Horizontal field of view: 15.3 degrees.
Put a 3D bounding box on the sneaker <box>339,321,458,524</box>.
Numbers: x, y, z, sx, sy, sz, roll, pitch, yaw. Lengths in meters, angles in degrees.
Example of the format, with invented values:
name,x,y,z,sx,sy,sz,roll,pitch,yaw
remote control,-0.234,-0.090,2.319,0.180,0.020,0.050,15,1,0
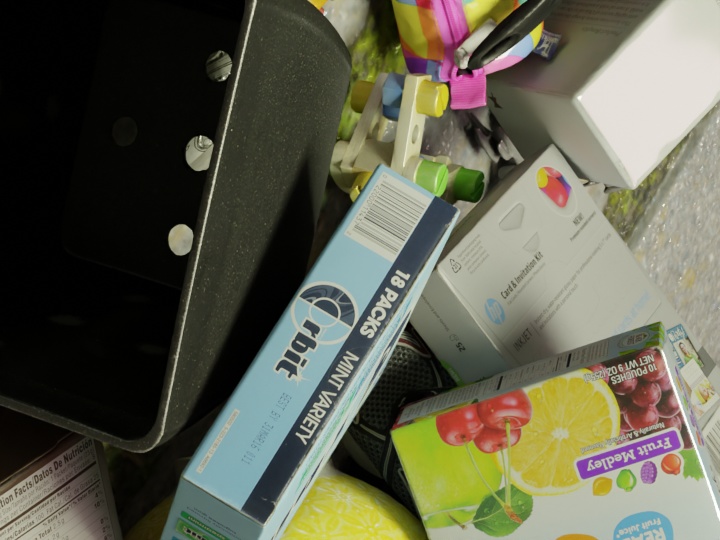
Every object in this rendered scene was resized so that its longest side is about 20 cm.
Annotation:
name,x,y,z,sx,sy,sz,roll,pitch,yaw
sneaker,0.055,0.101,1.386,0.081,0.075,0.200,-43,113,-8

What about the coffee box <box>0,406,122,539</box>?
name,x,y,z,sx,sy,sz,roll,pitch,yaw
coffee box,-0.168,0.148,1.239,0.080,0.114,0.201,-34,130,-35

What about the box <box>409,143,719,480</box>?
name,x,y,z,sx,sy,sz,roll,pitch,yaw
box,0.119,0.050,1.405,0.200,0.041,0.156,53,38,-7

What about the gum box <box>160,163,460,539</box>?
name,x,y,z,sx,sy,sz,roll,pitch,yaw
gum box,-0.032,0.067,1.195,0.170,0.044,0.200,-58,176,-25

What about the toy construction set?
name,x,y,z,sx,sy,sz,roll,pitch,yaw
toy construction set,0.000,0.000,1.413,0.200,0.092,0.131,-59,157,-9

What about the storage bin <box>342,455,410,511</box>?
name,x,y,z,sx,sy,sz,roll,pitch,yaw
storage bin,0.074,0.116,1.527,0.094,0.135,0.201,21,88,-55

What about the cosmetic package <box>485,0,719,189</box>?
name,x,y,z,sx,sy,sz,roll,pitch,yaw
cosmetic package,0.169,-0.141,1.473,0.200,0.101,0.071,-45,118,-17

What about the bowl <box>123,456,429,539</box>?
name,x,y,z,sx,sy,sz,roll,pitch,yaw
bowl,-0.048,0.144,1.358,0.200,0.200,0.108,-1,83,-53

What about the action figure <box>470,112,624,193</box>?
name,x,y,z,sx,sy,sz,roll,pitch,yaw
action figure,0.136,-0.111,1.568,0.200,0.069,0.130,-61,149,-9

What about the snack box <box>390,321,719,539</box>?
name,x,y,z,sx,sy,sz,roll,pitch,yaw
snack box,0.115,0.143,1.319,0.053,0.142,0.201,-54,125,-75

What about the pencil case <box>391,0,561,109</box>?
name,x,y,z,sx,sy,sz,roll,pitch,yaw
pencil case,0.042,-0.188,1.390,0.088,0.088,0.200,-46,135,-31

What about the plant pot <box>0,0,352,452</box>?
name,x,y,z,sx,sy,sz,roll,pitch,yaw
plant pot,-0.110,-0.049,1.172,0.177,0.199,0.201,-4,108,-65

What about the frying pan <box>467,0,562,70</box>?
name,x,y,z,sx,sy,sz,roll,pitch,yaw
frying pan,0.140,-0.175,1.398,0.115,0.031,0.190,6,133,-50

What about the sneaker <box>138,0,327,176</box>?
name,x,y,z,sx,sy,sz,roll,pitch,yaw
sneaker,-0.063,-0.134,1.300,0.082,0.078,0.201,31,79,-34
